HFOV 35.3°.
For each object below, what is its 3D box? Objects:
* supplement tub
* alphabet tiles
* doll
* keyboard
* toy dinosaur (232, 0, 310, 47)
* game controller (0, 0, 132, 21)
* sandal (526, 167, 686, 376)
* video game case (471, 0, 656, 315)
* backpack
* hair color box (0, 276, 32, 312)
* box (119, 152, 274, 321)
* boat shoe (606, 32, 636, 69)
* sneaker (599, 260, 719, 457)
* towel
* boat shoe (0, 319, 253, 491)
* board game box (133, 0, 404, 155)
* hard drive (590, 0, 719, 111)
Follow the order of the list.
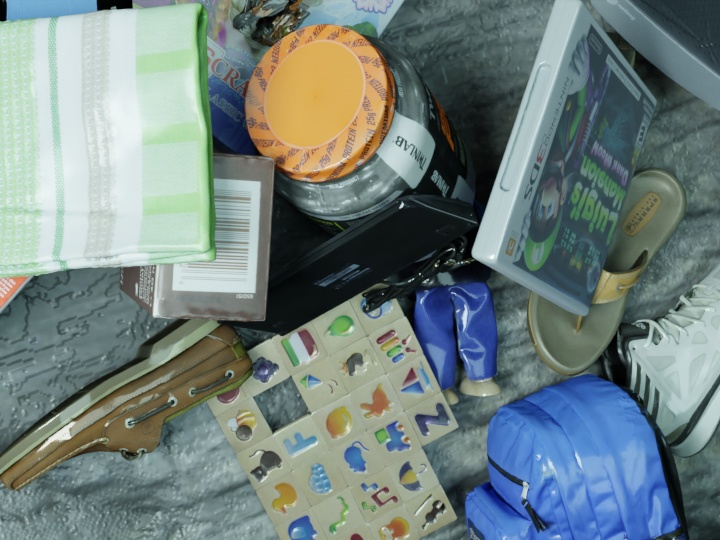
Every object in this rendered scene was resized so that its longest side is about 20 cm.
[{"bbox_3d":[0.003,-0.083,0.780,0.121,0.200,0.125,-4,76,17],"label":"supplement tub"},{"bbox_3d":[-0.010,0.132,0.880,0.165,0.008,0.202,-27,102,-1],"label":"alphabet tiles"},{"bbox_3d":[0.063,0.002,0.898,0.134,0.048,0.203,-9,97,-20],"label":"doll"},{"bbox_3d":[0.000,0.000,0.792,0.126,0.199,0.021,14,56,-46],"label":"keyboard"},{"bbox_3d":[-0.058,-0.265,0.786,0.134,0.102,0.203,19,68,-34],"label":"toy dinosaur"},{"bbox_3d":[-0.197,-0.179,0.734,0.103,0.202,0.042,-21,146,13],"label":"game controller"},{"bbox_3d":[0.205,-0.008,0.933,0.080,0.054,0.201,37,79,6],"label":"sandal"},{"bbox_3d":[0.155,-0.072,0.821,0.199,0.023,0.184,23,85,-59],"label":"video game case"},{"bbox_3d":[0.169,0.194,0.889,0.165,0.162,0.203,-15,99,-14],"label":"backpack"},{"bbox_3d":[-0.235,-0.029,0.757,0.064,0.111,0.200,44,79,-15],"label":"hair color box"},{"bbox_3d":[-0.115,-0.027,0.753,0.074,0.200,0.102,3,92,-16],"label":"box"},{"bbox_3d":[0.170,-0.101,0.923,0.202,0.075,0.074,-61,145,-18],"label":"boat shoe"},{"bbox_3d":[0.276,0.048,0.961,0.114,0.076,0.203,26,87,-21],"label":"sneaker"},{"bbox_3d":[-0.179,-0.073,0.651,0.197,0.031,0.152,-4,90,16],"label":"towel"},{"bbox_3d":[-0.166,0.103,0.807,0.199,0.072,0.069,-35,99,-12],"label":"boat shoe"},{"bbox_3d":[-0.086,-0.201,0.834,0.199,0.041,0.201,36,81,-18],"label":"board game box"},{"bbox_3d":[0.276,-0.213,0.937,0.199,0.042,0.136,32,56,-18],"label":"hard drive"}]
